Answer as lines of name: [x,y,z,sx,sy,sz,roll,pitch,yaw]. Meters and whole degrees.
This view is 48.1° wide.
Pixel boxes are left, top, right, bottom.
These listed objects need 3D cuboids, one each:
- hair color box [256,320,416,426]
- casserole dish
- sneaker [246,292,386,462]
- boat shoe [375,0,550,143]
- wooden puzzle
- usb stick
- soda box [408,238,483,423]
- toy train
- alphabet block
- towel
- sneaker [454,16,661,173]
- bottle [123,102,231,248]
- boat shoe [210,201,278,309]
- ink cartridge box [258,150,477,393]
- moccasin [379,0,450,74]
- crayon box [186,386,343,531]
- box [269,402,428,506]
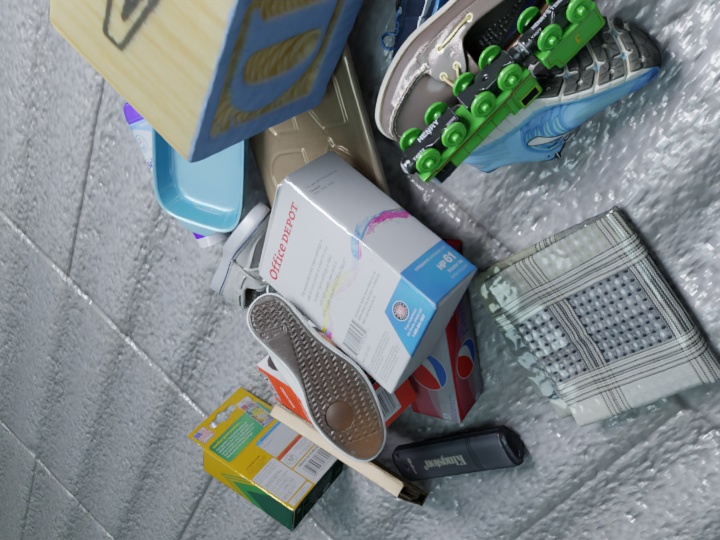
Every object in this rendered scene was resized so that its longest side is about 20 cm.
hair color box: [-0.033,0.131,0.964,0.199,0.101,0.062,17,141,55]
casserole dish: [-0.180,-0.137,0.929,0.119,0.039,0.204,17,124,14]
sneaker: [-0.040,0.110,0.851,0.201,0.072,0.085,53,175,11]
boat shoe: [0.089,-0.182,0.671,0.200,0.071,0.060,-48,40,15]
wooden puzzle: [-0.051,-0.150,0.886,0.197,0.046,0.189,4,119,43]
usb stick: [0.117,0.229,1.003,0.198,0.033,0.056,-23,109,46]
soda box: [0.084,0.067,0.902,0.069,0.063,0.204,7,122,35]
toy train: [0.112,-0.145,0.645,0.200,0.056,0.042,-45,51,13]
alphabet block: [-0.129,-0.254,0.710,0.200,0.194,0.198,44,134,12]
towel: [0.223,0.056,0.803,0.199,0.034,0.194,-30,97,46]
sneaker: [0.165,-0.145,0.703,0.197,0.080,0.089,-20,144,33]
bottle: [-0.224,-0.129,1.019,0.082,0.065,0.204,-7,113,37]
boat shoe: [-0.131,-0.004,1.019,0.086,0.075,0.203,38,143,1]
ink cartridge box: [0.000,0.000,0.821,0.199,0.084,0.146,39,137,15]
moccasin: [0.067,-0.227,0.723,0.068,0.079,0.204,44,123,45]
crayon box: [-0.137,0.267,1.168,0.197,0.125,0.052,27,133,22]
box: [-0.011,0.242,1.055,0.197,0.022,0.164,28,170,23]
